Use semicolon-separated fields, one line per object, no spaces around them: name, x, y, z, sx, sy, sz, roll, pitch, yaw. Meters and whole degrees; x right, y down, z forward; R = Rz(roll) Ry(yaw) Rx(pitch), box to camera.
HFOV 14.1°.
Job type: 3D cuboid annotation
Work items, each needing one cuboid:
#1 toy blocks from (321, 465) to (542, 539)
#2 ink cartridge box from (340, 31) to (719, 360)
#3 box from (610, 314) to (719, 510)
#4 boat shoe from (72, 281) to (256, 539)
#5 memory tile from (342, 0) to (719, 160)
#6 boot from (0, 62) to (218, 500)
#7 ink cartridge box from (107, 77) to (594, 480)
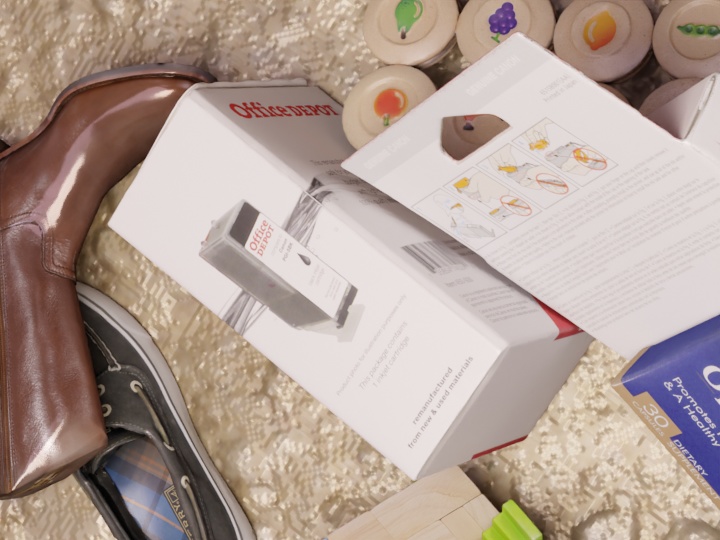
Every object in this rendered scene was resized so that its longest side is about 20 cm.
toy blocks;0.033;0.186;1.377;0.137;0.100;0.200;-30;56;-18
ink cartridge box;0.105;-0.041;1.287;0.173;0.200;0.044;34;65;-11
box;0.199;0.065;1.271;0.121;0.032;0.200;49;152;-4
boat shoe;-0.122;0.087;1.503;0.069;0.057;0.200;-40;76;18
memory tile;0.093;-0.115;1.395;0.200;0.017;0.153;5;70;22
boot;-0.139;0.012;1.465;0.186;0.064;0.200;-25;57;30
ink cartridge box;0.000;0.000;1.401;0.200;0.147;0.083;39;109;17
